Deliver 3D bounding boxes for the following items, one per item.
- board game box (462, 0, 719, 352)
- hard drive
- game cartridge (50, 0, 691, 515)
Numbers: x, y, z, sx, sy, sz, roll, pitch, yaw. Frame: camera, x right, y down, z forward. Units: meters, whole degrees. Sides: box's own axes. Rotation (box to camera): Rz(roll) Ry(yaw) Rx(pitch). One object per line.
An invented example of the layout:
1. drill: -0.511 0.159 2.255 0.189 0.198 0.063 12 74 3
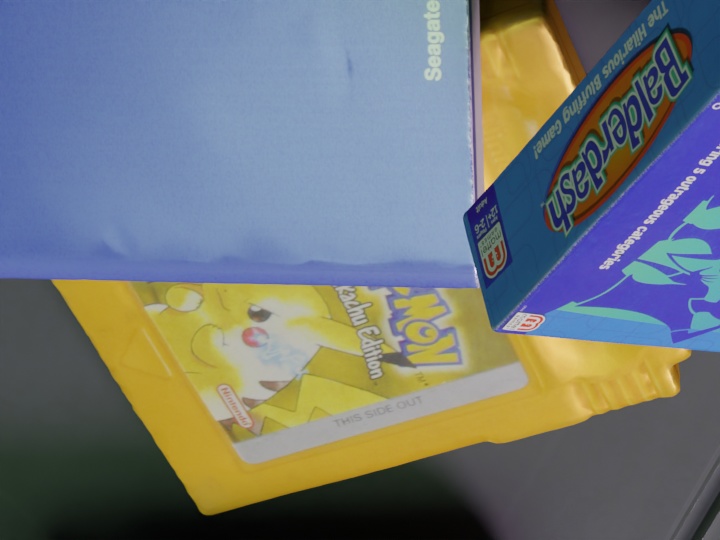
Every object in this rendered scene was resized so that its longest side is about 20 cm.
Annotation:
1. board game box: 0.153 -0.030 0.685 0.200 0.045 0.152 5 145 -28
2. hard drive: -0.062 -0.059 0.768 0.200 0.025 0.132 1 115 9
3. game cartridge: 0.000 0.000 0.839 0.200 0.032 0.176 -15 128 18
